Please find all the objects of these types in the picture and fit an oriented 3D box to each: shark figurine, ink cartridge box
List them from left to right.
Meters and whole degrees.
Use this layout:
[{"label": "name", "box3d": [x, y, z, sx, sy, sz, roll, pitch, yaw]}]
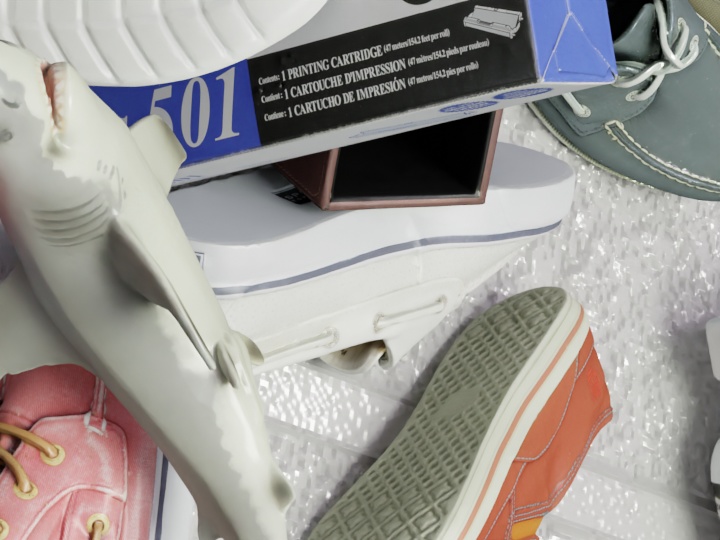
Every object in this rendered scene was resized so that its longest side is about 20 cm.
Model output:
[{"label": "shark figurine", "box3d": [-0.073, 0.036, 0.837, 0.128, 0.089, 0.215, -47, 113, -79]}, {"label": "ink cartridge box", "box3d": [-0.017, -0.086, 0.895, 0.044, 0.199, 0.095, -4, 84, -50]}]

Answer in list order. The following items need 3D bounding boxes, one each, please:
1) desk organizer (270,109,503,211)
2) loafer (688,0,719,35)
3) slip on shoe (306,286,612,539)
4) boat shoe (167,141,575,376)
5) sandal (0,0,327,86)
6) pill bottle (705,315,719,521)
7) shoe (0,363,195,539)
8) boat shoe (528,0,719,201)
[{"label": "desk organizer", "box3d": [0.014, -0.125, 0.946, 0.071, 0.077, 0.201, -3, 115, -29]}, {"label": "loafer", "box3d": [0.113, -0.160, 1.118, 0.200, 0.069, 0.075, 49, 54, -25]}, {"label": "slip on shoe", "box3d": [0.035, 0.088, 1.004, 0.061, 0.074, 0.200, 58, 46, -22]}, {"label": "boat shoe", "box3d": [0.000, 0.000, 0.997, 0.199, 0.071, 0.070, -17, 122, -47]}, {"label": "sandal", "box3d": [-0.107, -0.092, 0.861, 0.201, 0.050, 0.083, -10, 98, 0]}, {"label": "pill bottle", "box3d": [0.202, 0.108, 1.118, 0.116, 0.116, 0.201, -12, 91, -43]}, {"label": "shoe", "box3d": [-0.105, 0.071, 0.875, 0.091, 0.071, 0.201, 10, 79, -44]}, {"label": "boat shoe", "box3d": [0.092, -0.085, 1.075, 0.200, 0.062, 0.073, 39, 92, -25]}]
